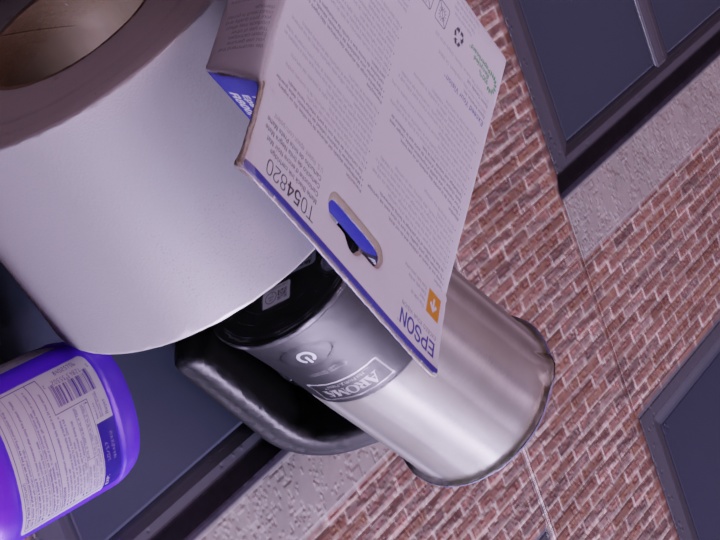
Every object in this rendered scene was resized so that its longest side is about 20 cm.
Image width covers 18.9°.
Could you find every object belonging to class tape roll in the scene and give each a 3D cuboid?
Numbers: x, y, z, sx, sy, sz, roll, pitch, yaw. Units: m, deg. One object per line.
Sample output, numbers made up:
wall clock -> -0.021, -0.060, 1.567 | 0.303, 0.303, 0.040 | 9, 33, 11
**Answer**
tape roll -> -0.113, -0.075, 1.112 | 0.139, 0.202, 0.203 | 57, 40, -31

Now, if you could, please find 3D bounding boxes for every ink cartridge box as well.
ink cartridge box -> -0.002, -0.079, 1.053 | 0.200, 0.040, 0.200 | 49, 46, -46

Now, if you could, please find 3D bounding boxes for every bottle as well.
bottle -> -0.192, 0.100, 1.074 | 0.200, 0.065, 0.084 | -29, 106, -55

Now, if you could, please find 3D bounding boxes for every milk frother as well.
milk frother -> 0.000, 0.000, 1.282 | 0.188, 0.180, 0.200 | 39, 57, -40
